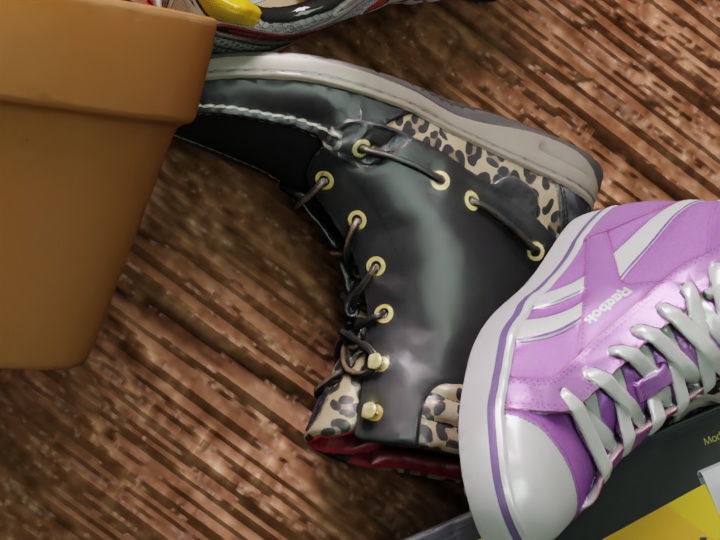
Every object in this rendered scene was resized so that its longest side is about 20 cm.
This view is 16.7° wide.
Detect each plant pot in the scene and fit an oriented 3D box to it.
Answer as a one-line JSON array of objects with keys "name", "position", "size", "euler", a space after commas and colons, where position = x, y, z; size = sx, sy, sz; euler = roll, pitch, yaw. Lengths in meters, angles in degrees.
[{"name": "plant pot", "position": [-0.161, -0.042, 0.936], "size": [0.199, 0.200, 0.141], "euler": [7, 94, -14]}]

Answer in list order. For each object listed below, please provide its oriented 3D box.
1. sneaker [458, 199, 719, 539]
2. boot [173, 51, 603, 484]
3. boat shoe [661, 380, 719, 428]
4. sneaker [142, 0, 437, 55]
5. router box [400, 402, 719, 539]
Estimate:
[{"name": "sneaker", "position": [0.113, 0.031, 0.954], "size": [0.073, 0.114, 0.201], "euler": [63, 37, -28]}, {"name": "boot", "position": [0.000, 0.000, 1.026], "size": [0.199, 0.073, 0.151], "euler": [16, 73, -19]}, {"name": "boat shoe", "position": [0.142, 0.085, 1.054], "size": [0.073, 0.060, 0.201], "euler": [-2, 80, -16]}, {"name": "sneaker", "position": [0.007, -0.142, 1.026], "size": [0.199, 0.082, 0.078], "euler": [-31, 93, -16]}, {"name": "router box", "position": [0.105, 0.152, 0.993], "size": [0.199, 0.051, 0.150], "euler": [-24, 83, 7]}]
